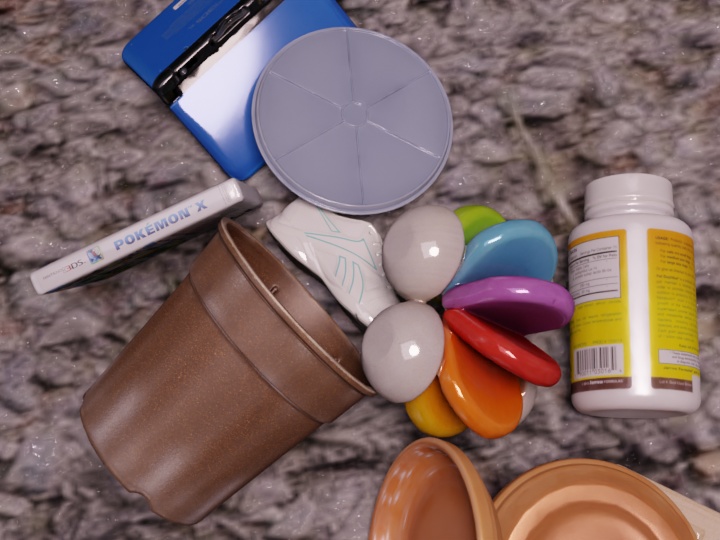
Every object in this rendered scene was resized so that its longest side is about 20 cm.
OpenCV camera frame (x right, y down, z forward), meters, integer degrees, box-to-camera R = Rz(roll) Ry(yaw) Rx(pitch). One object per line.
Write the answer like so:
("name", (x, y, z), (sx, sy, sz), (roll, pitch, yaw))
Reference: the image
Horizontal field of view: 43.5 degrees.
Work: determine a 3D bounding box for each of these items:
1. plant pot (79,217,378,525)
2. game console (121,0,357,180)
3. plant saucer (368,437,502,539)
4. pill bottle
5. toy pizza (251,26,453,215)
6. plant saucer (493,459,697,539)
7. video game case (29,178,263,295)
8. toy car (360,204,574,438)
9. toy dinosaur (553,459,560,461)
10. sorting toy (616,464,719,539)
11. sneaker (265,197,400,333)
("plant pot", (-0.119, 0.096, 0.780), (0.198, 0.200, 0.201), (-43, 76, 4))
("game console", (-0.119, -0.224, 0.936), (0.200, 0.119, 0.171), (-43, 45, -5))
("plant saucer", (0.060, 0.239, 0.727), (0.037, 0.200, 0.204), (11, 76, -22))
("pill bottle", (0.237, 0.023, 0.790), (0.107, 0.109, 0.204), (1, 77, 6))
("toy pizza", (-0.008, -0.145, 0.877), (0.197, 0.032, 0.204), (3, 70, -8))
("plant saucer", (0.184, 0.252, 0.719), (0.196, 0.038, 0.204), (0, 72, 0))
("video game case", (-0.178, -0.032, 0.804), (0.180, 0.200, 0.022), (-25, 94, 0))
("toy car", (0.107, 0.041, 0.752), (0.173, 0.149, 0.203), (22, 75, -35))
("toy dinosaur", (0.124, 0.249, 0.772), (0.087, 0.048, 0.203), (7, 67, 26))
("sorting toy", (0.264, 0.291, 0.765), (0.198, 0.037, 0.187), (25, 81, 7))
("sneaker", (0.000, 0.000, 0.843), (0.080, 0.071, 0.200), (-42, 75, -8))
